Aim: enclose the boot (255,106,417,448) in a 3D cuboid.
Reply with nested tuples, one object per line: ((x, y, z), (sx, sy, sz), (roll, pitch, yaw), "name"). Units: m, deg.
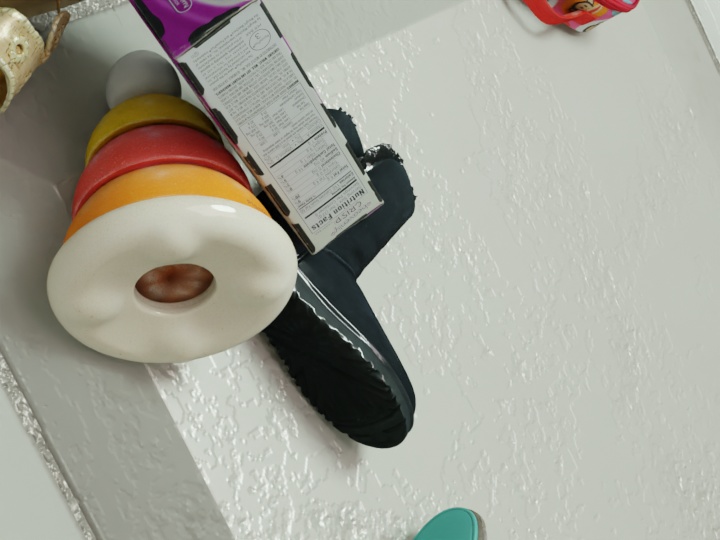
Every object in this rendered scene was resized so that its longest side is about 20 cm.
((0.000, 0.000, 1.009), (0.200, 0.076, 0.168), (50, 48, -11), "boot")

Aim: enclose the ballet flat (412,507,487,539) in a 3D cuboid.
((0.042, 0.254, 0.970), (0.200, 0.068, 0.067), (-61, 138, -36), "ballet flat")

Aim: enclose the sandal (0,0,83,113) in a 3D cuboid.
((-0.226, -0.120, 0.825), (0.211, 0.078, 0.070), (-18, 89, -41), "sandal")

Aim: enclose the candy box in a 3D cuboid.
((-0.072, -0.118, 0.877), (0.136, 0.061, 0.200), (53, -2, 38), "candy box")

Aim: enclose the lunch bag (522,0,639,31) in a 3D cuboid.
((0.174, -0.311, 1.332), (0.200, 0.082, 0.177), (23, 62, -38), "lunch bag")

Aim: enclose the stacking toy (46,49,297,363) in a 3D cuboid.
((-0.123, -0.057, 0.892), (0.146, 0.146, 0.201), (24, 39, -39), "stacking toy")
